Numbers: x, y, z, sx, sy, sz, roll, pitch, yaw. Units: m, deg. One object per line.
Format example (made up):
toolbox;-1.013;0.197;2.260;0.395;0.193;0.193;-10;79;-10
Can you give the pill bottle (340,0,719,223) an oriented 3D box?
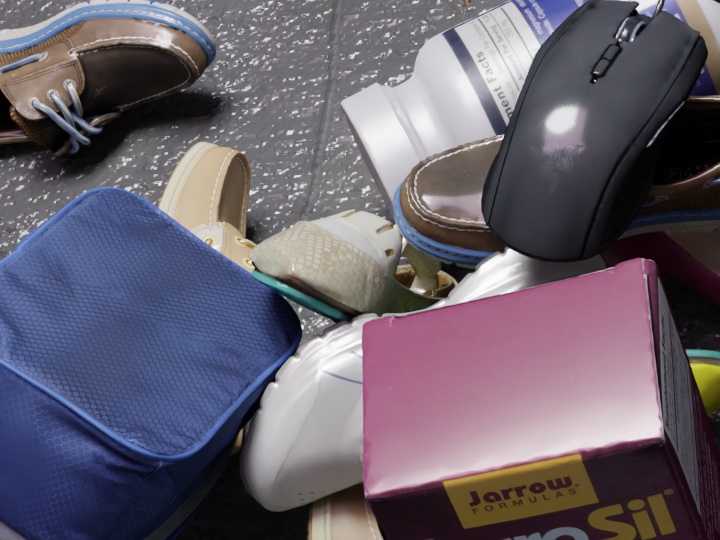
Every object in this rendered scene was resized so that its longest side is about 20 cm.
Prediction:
pill bottle;0.098;-0.089;1.374;0.200;0.116;0.116;-25;44;0

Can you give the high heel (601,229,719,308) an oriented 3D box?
high heel;0.192;-0.020;1.280;0.200;0.096;0.067;18;58;36

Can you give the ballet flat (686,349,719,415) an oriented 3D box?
ballet flat;0.089;0.079;1.266;0.200;0.067;0.067;-4;69;24

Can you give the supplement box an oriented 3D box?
supplement box;0.091;0.106;1.132;0.131;0.200;0.103;-13;45;14

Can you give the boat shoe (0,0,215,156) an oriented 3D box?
boat shoe;-0.177;-0.105;1.542;0.200;0.072;0.072;-9;51;31

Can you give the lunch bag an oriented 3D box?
lunch bag;-0.128;0.064;1.234;0.136;0.132;0.200;35;31;7

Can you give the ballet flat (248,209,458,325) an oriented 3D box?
ballet flat;0.000;0.000;1.276;0.067;0.200;0.062;26;87;20

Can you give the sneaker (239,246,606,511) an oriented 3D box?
sneaker;0.037;0.058;1.207;0.200;0.075;0.087;-29;49;-2

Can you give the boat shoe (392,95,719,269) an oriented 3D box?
boat shoe;0.114;-0.054;1.243;0.200;0.072;0.072;-10;58;-6

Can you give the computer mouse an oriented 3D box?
computer mouse;0.093;-0.104;1.205;0.140;0.046;0.200;26;64;20

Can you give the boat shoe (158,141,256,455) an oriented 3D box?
boat shoe;-0.074;0.019;1.386;0.069;0.074;0.200;-2;58;19

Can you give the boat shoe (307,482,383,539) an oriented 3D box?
boat shoe;0.014;0.170;1.204;0.065;0.072;0.200;-9;43;-2
